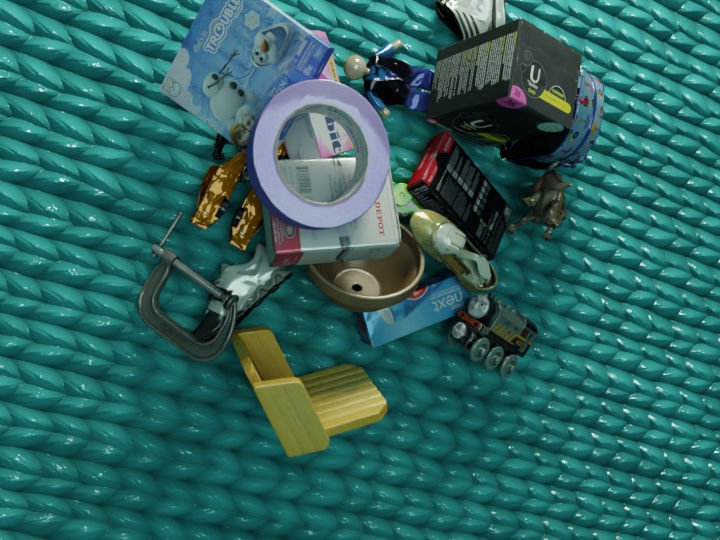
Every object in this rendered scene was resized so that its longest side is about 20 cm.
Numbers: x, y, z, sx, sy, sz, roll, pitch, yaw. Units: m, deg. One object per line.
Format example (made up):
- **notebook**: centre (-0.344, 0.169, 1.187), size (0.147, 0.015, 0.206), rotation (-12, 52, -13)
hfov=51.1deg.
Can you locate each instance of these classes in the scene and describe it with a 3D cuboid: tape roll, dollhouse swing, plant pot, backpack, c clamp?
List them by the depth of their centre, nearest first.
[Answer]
- **tape roll**: centre (-0.060, -0.160, 1.063), size (0.196, 0.066, 0.205), rotation (0, 91, -16)
- **c clamp**: centre (-0.263, 0.034, 1.164), size (0.199, 0.027, 0.172), rotation (38, 92, 14)
- **dollhouse swing**: centre (-0.080, 0.158, 1.170), size (0.173, 0.200, 0.184), rotation (-27, 115, -9)
- **plant pot**: centre (0.000, 0.000, 1.238), size (0.197, 0.203, 0.094), rotation (-5, 139, -18)
- **backpack**: centre (0.350, -0.268, 1.301), size (0.132, 0.200, 0.187), rotation (12, 89, -19)

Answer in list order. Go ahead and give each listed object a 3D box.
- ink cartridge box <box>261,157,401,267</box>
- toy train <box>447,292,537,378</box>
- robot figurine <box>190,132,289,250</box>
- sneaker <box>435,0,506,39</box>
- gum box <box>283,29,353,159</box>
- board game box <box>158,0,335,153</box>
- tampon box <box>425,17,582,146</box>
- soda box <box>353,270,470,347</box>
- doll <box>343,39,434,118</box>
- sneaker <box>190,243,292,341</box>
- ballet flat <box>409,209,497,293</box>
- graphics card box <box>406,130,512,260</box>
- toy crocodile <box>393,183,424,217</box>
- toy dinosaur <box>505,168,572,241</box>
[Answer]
- **ink cartridge box**: centre (-0.048, -0.091, 1.154), size (0.196, 0.085, 0.149), rotation (-5, 77, -15)
- **toy train**: centre (0.233, 0.110, 1.325), size (0.199, 0.085, 0.115), rotation (30, 92, -45)
- **robot figurine**: centre (-0.185, -0.145, 1.200), size (0.143, 0.058, 0.203), rotation (29, 83, -17)
- **sneaker**: centre (0.184, -0.498, 1.293), size (0.113, 0.075, 0.205), rotation (-12, 100, -19)
- **gum box**: centre (-0.083, -0.276, 1.194), size (0.113, 0.065, 0.204), rotation (-30, 106, -55)
- **board game box**: centre (-0.171, -0.299, 1.120), size (0.197, 0.043, 0.202), rotation (35, 107, 4)
- **tampon box**: centre (0.229, -0.295, 1.220), size (0.148, 0.199, 0.129), rotation (15, 82, -33)
- **soda box**: centre (0.090, 0.065, 1.309), size (0.197, 0.064, 0.069), rotation (-20, 100, -17)
- **doll**: centre (0.062, -0.325, 1.279), size (0.196, 0.048, 0.140), rotation (9, 85, -21)
- **sneaker**: centre (-0.210, 0.039, 1.209), size (0.200, 0.074, 0.089), rotation (-42, 87, -10)
- **ballet flat**: centre (0.162, -0.032, 1.247), size (0.200, 0.070, 0.071), rotation (44, 80, -29)
- **graphics card box**: centre (0.174, -0.123, 1.297), size (0.200, 0.050, 0.127), rotation (44, 53, -22)
- **toy crocodile**: centre (0.027, -0.130, 1.272), size (0.197, 0.067, 0.063), rotation (24, 87, -17)
- **toy dinosaur**: centre (0.333, -0.131, 1.332), size (0.085, 0.201, 0.137), rotation (28, 66, 13)
